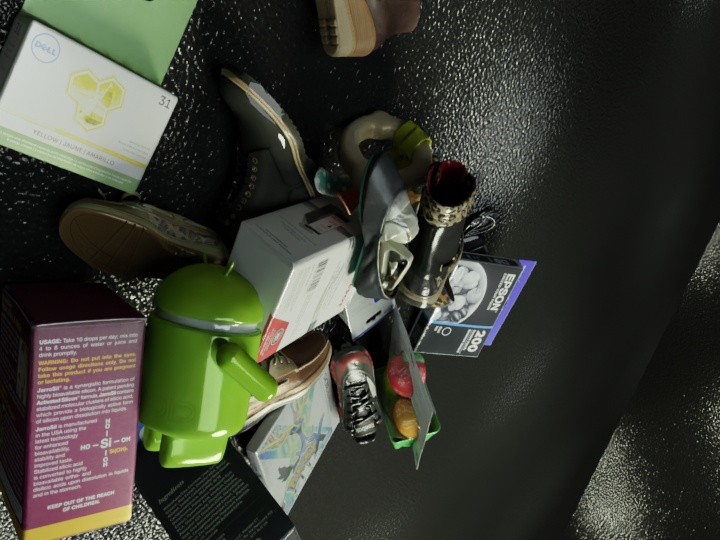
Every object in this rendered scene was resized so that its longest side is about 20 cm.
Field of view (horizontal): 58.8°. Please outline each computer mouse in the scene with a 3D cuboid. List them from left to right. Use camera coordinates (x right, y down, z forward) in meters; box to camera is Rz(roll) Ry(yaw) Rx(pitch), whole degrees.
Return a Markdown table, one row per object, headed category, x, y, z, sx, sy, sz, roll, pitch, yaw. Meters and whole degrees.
| category | x | y | z | sx | sy | sz | roll | pitch | yaw |
| --- | --- | --- | --- | --- | --- | --- | --- | --- | --- |
| computer mouse | 0.194 | -0.016 | 1.128 | 0.136 | 0.053 | 0.202 | -32 | 131 | -4 |

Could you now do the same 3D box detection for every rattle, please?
| category | x | y | z | sx | sy | sz | roll | pitch | yaw |
| --- | --- | --- | --- | --- | --- | --- | --- | --- | --- |
| rattle | 0.005 | -0.101 | 0.817 | 0.143 | 0.129 | 0.202 | -47 | -168 | 52 |

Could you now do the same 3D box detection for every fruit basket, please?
| category | x | y | z | sx | sy | sz | roll | pitch | yaw |
| --- | --- | --- | --- | --- | --- | --- | --- | --- | --- |
| fruit basket | 0.080 | 0.187 | 1.017 | 0.091 | 0.189 | 0.203 | -7 | 140 | -15 |

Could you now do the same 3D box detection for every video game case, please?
| category | x | y | z | sx | sy | sz | roll | pitch | yaw |
| --- | --- | --- | --- | --- | --- | --- | --- | --- | --- |
| video game case | -0.093 | 0.243 | 0.957 | 0.201 | 0.021 | 0.186 | -56 | 148 | -41 |

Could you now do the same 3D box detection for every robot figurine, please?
| category | x | y | z | sx | sy | sz | roll | pitch | yaw |
| --- | --- | --- | --- | --- | --- | --- | --- | --- | --- |
| robot figurine | -0.161 | 0.087 | 0.641 | 0.113 | 0.173 | 0.207 | 9 | 93 | -39 |

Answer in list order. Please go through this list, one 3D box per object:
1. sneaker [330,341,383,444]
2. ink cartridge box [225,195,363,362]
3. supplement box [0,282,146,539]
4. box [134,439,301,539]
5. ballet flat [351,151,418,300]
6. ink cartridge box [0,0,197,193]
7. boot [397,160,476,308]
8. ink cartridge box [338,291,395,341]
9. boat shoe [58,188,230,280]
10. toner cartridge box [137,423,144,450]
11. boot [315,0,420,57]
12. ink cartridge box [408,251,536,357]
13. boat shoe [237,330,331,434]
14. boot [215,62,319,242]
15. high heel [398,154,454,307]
| category | x | y | z | sx | sy | sz | roll | pitch | yaw |
| --- | --- | --- | --- | --- | --- | --- | --- | --- | --- |
| sneaker | -0.003 | 0.201 | 1.006 | 0.069 | 0.099 | 0.204 | -14 | 134 | -9 |
| ink cartridge box | -0.073 | 0.001 | 0.767 | 0.199 | 0.082 | 0.149 | -28 | 149 | -55 |
| supplement box | -0.281 | 0.127 | 0.612 | 0.101 | 0.129 | 0.207 | -1 | 104 | -39 |
| box | -0.171 | 0.305 | 0.796 | 0.117 | 0.199 | 0.199 | -38 | 154 | -21 |
| ballet flat | 0.033 | -0.040 | 0.727 | 0.072 | 0.073 | 0.204 | -28 | 144 | -31 |
| ink cartridge box | -0.227 | -0.188 | 0.565 | 0.144 | 0.048 | 0.204 | 20 | 102 | -50 |
| boot | 0.105 | -0.068 | 0.814 | 0.201 | 0.071 | 0.154 | -58 | 164 | -47 |
| ink cartridge box | 0.000 | 0.000 | 0.942 | 0.098 | 0.039 | 0.204 | -33 | 134 | -28 |
| boat shoe | -0.222 | -0.033 | 0.672 | 0.073 | 0.064 | 0.198 | -39 | 144 | 20 |
| toner cartridge box | -0.255 | 0.157 | 0.765 | 0.198 | 0.043 | 0.097 | -35 | 135 | -26 |
| boot | 0.009 | -0.352 | 0.714 | 0.166 | 0.071 | 0.205 | -38 | 138 | -41 |
| ink cartridge box | 0.203 | 0.064 | 1.125 | 0.194 | 0.044 | 0.202 | 5 | 123 | -27 |
| boat shoe | -0.120 | 0.142 | 0.879 | 0.198 | 0.075 | 0.073 | -37 | 135 | -27 |
| boot | -0.127 | -0.109 | 0.708 | 0.138 | 0.077 | 0.201 | -45 | 139 | -8 |
| high heel | 0.115 | -0.054 | 0.945 | 0.070 | 0.141 | 0.205 | 1 | 115 | -46 |
